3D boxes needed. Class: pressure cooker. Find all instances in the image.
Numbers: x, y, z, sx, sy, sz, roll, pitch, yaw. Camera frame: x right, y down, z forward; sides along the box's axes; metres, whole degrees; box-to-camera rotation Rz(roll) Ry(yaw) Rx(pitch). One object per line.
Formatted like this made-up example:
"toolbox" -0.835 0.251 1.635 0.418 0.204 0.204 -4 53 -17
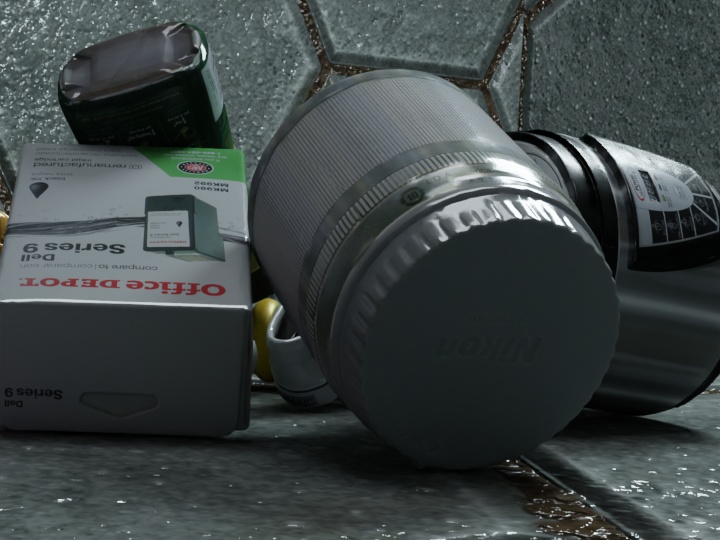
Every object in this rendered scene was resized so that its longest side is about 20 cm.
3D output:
"pressure cooker" 0.132 0.003 1.094 0.198 0.181 0.175 11 0 -33

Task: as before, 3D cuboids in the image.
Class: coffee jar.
"coffee jar" -0.124 -0.059 1.130 0.103 0.201 0.086 -15 36 2

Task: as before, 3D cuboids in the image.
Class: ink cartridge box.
"ink cartridge box" -0.136 0.006 0.993 0.144 0.085 0.201 1 29 -7

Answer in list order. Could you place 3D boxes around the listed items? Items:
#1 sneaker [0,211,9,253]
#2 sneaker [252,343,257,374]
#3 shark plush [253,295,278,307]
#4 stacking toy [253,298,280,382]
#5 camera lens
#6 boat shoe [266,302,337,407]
"sneaker" -0.337 0.023 1.219 0.199 0.076 0.087 -26 6 -38
"sneaker" -0.150 0.044 1.123 0.198 0.076 0.076 6 4 29
"shark plush" -0.128 0.013 1.305 0.198 0.084 0.091 21 -9 -26
"stacking toy" -0.050 0.051 1.189 0.197 0.086 0.085 -4 1 8
"camera lens" 0.034 -0.007 0.916 0.158 0.162 0.200 2 26 -22
"boat shoe" 0.000 0.000 1.123 0.073 0.066 0.201 7 47 26
